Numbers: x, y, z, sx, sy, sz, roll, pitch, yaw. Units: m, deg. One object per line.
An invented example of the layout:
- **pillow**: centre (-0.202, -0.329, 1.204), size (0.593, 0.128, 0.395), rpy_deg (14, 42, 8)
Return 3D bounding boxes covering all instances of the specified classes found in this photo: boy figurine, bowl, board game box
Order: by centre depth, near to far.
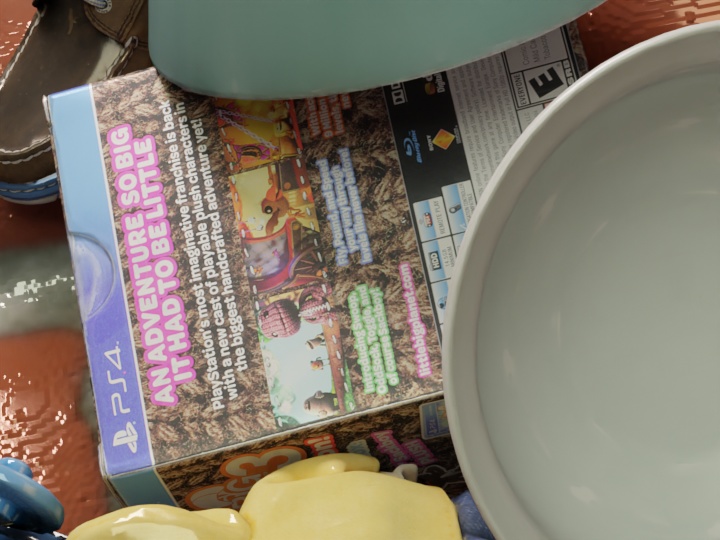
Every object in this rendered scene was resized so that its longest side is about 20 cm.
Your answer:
- **bowl**: centre (0.115, 0.021, 0.927), size (0.200, 0.090, 0.202), rpy_deg (0, 93, -9)
- **boy figurine**: centre (0.002, 0.107, 0.959), size (0.199, 0.065, 0.125), rpy_deg (-4, 33, -11)
- **bowl**: centre (0.005, -0.151, 1.039), size (0.200, 0.106, 0.201), rpy_deg (-13, 25, 6)
- **board game box**: centre (0.000, 0.000, 1.055), size (0.199, 0.097, 0.160), rpy_deg (-14, 62, 4)

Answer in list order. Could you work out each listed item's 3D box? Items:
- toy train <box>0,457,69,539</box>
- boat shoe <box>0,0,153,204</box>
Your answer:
- **toy train**: centre (-0.177, 0.107, 1.028), size (0.199, 0.114, 0.087), rpy_deg (15, 64, 18)
- **boat shoe**: centre (-0.096, -0.119, 1.143), size (0.072, 0.072, 0.201), rpy_deg (18, 66, 36)
